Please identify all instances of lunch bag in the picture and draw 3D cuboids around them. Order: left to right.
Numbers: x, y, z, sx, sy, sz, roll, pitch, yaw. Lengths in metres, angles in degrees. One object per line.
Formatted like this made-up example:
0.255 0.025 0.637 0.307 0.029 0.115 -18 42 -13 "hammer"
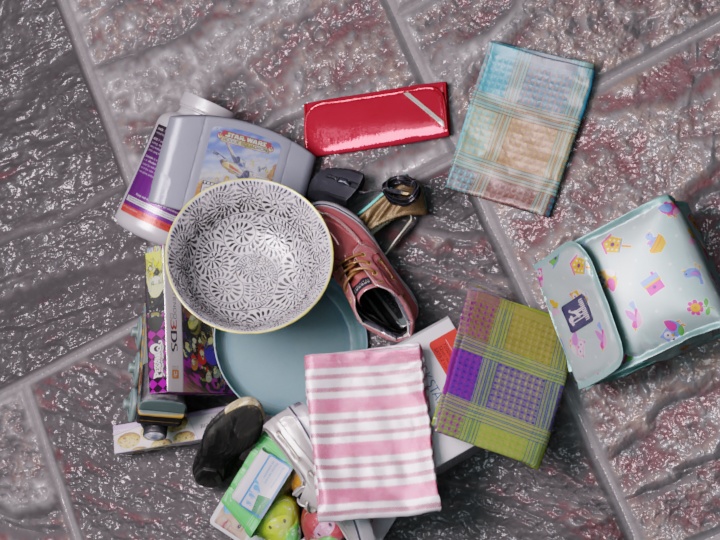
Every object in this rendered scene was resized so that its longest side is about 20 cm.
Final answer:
0.311 0.029 1.435 0.200 0.122 0.171 -25 76 22 "lunch bag"

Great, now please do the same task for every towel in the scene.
0.012 0.188 1.441 0.146 0.030 0.201 -7 72 2 "towel"
0.172 0.122 1.463 0.143 0.023 0.200 20 64 -3 "towel"
0.200 -0.180 1.555 0.146 0.022 0.201 18 89 22 "towel"

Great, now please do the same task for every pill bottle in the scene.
-0.240 -0.132 1.657 0.112 0.112 0.200 25 92 21 "pill bottle"

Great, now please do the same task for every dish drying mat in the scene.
0.019 -0.198 1.624 0.199 0.018 0.077 -6 81 19 "dish drying mat"

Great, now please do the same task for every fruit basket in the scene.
-0.065 0.294 1.548 0.200 0.094 0.186 34 93 16 "fruit basket"

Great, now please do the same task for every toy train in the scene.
-0.255 0.116 1.603 0.085 0.114 0.201 9 59 -15 "toy train"

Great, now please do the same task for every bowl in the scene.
-0.136 -0.003 1.513 0.200 0.094 0.201 2 68 -5 "bowl"

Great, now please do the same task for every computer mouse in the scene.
0.000 -0.106 1.564 0.200 0.034 0.059 4 51 46 "computer mouse"

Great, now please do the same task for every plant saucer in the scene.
-0.090 0.091 1.570 0.199 0.027 0.201 4 75 -17 "plant saucer"

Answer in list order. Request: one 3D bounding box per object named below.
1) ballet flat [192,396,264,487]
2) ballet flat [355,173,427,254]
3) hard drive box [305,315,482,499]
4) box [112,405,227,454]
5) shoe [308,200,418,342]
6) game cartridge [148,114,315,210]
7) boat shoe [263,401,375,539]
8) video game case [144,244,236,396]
-0.170 0.208 1.559 0.066 0.200 0.057 17 50 -15 "ballet flat"
0.002 -0.043 1.591 0.200 0.068 0.072 -33 88 8 "ballet flat"
0.058 0.175 1.498 0.200 0.077 0.156 -29 73 -6 "hard drive box"
-0.234 0.211 1.646 0.199 0.039 0.042 -11 76 18 "box"
0.000 0.000 1.524 0.071 0.091 0.200 -39 98 10 "shoe"
-0.162 -0.127 1.605 0.199 0.042 0.134 14 98 -19 "game cartridge"
-0.049 0.257 1.477 0.066 0.072 0.200 -28 90 -14 "boat shoe"
-0.192 0.067 1.566 0.036 0.200 0.182 -9 79 32 "video game case"
